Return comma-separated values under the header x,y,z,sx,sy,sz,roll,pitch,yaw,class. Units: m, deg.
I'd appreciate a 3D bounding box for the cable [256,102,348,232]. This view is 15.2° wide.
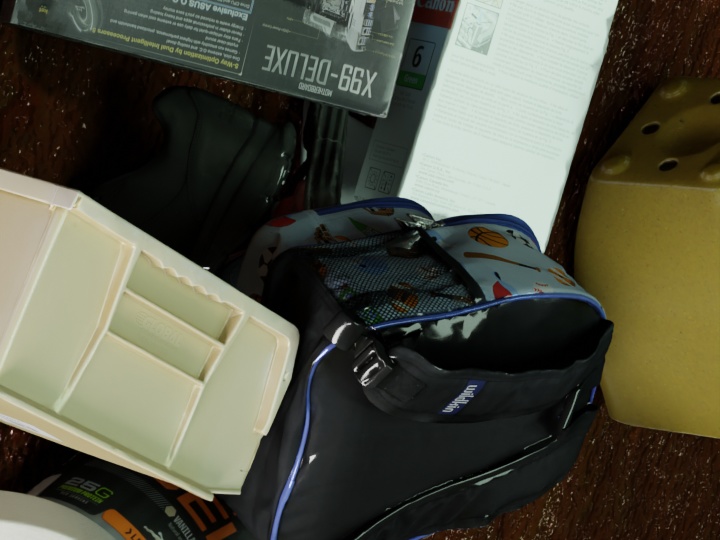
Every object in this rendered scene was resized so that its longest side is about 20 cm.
x,y,z,sx,sy,sz,roll,pitch,yaw,class
-0.032,-0.054,1.455,0.097,0.050,0.200,105,-8,-51,cable

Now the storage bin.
x,y,z,sx,sy,sz,roll,pitch,yaw,class
-0.162,0.018,1.241,0.199,0.200,0.094,34,75,-54,storage bin

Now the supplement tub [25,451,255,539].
x,y,z,sx,sy,sz,roll,pitch,yaw,class
-0.110,0.142,1.428,0.200,0.122,0.123,-40,132,-41,supplement tub

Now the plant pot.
x,y,z,sx,sy,sz,roll,pitch,yaw,class
0.260,-0.022,1.840,0.196,0.194,0.200,-50,129,-32,plant pot

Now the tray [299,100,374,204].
x,y,z,sx,sy,sz,roll,pitch,yaw,class
0.000,0.000,1.526,0.107,0.022,0.200,30,44,-30,tray

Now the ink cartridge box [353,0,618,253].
x,y,z,sx,sy,sz,roll,pitch,yaw,class
0.079,-0.119,1.540,0.109,0.050,0.200,16,91,-32,ink cartridge box

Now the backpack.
x,y,z,sx,sy,sz,roll,pitch,yaw,class
0.025,0.055,1.364,0.190,0.154,0.200,-6,135,-28,backpack

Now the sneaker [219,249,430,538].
x,y,z,sx,sy,sz,roll,pitch,yaw,class
-0.011,0.066,1.527,0.200,0.079,0.096,50,49,-18,sneaker

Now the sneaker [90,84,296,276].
x,y,z,sx,sy,sz,roll,pitch,yaw,class
-0.113,-0.008,1.418,0.200,0.091,0.076,-60,-176,9,sneaker

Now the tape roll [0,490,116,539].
x,y,z,sx,sy,sz,roll,pitch,yaw,class
-0.187,0.203,1.303,0.203,0.037,0.203,-3,110,-8,tape roll

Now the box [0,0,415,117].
x,y,z,sx,sy,sz,roll,pitch,yaw,class
-0.065,-0.175,1.341,0.200,0.050,0.158,13,92,-15,box
